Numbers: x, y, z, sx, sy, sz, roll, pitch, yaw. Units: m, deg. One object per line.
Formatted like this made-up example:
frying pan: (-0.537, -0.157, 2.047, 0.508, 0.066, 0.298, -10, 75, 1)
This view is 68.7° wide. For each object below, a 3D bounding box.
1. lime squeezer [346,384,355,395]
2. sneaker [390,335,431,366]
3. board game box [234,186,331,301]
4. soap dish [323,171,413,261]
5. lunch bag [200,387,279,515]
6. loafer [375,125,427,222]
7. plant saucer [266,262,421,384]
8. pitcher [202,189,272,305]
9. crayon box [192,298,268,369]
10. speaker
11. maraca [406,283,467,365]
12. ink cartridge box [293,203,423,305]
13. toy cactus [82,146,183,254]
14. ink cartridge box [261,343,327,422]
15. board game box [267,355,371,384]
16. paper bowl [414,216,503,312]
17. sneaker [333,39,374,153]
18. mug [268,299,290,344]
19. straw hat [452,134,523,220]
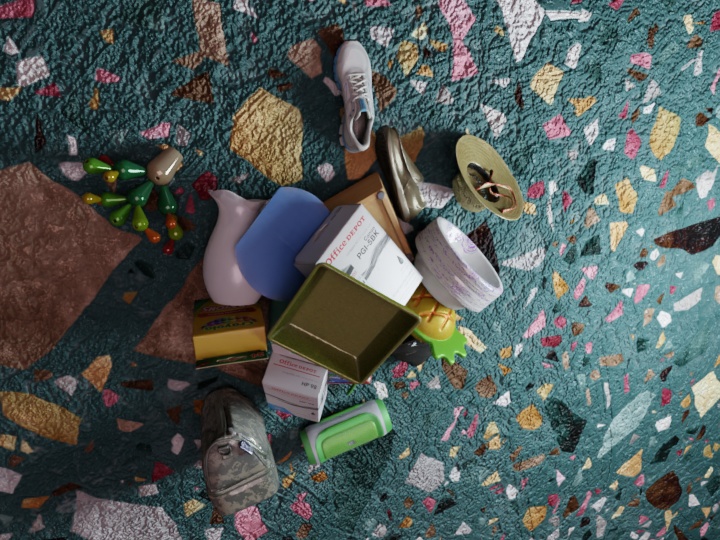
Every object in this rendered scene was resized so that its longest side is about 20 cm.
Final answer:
lime squeezer: (-0.017, 0.209, 1.094, 0.070, 0.038, 0.201, -31, 143, -9)
sneaker: (0.104, 0.175, 1.175, 0.197, 0.076, 0.092, -3, 117, -14)
board game box: (-0.134, -0.046, 0.956, 0.158, 0.039, 0.201, 42, 75, -27)
soap dish: (0.012, -0.069, 1.056, 0.156, 0.081, 0.202, -30, 115, -7)
lunch bag: (-0.252, 0.346, 1.042, 0.138, 0.200, 0.170, -20, 114, -11)
loafer: (0.082, -0.196, 1.044, 0.067, 0.076, 0.202, -24, 123, -10)
plant saucer: (-0.029, 0.085, 0.899, 0.198, 0.048, 0.200, 29, 124, -14)
pitcher: (-0.205, -0.042, 0.983, 0.169, 0.121, 0.204, 0, 97, -33)
crayon box: (-0.239, 0.105, 0.963, 0.125, 0.200, 0.052, -7, 111, -15)
speaker: (-0.032, 0.360, 1.183, 0.197, 0.088, 0.090, -20, 113, -11)
maraca: (0.151, 0.105, 1.116, 0.136, 0.201, 0.107, -18, 157, -39)
ink cartridge box: (0.000, 0.000, 0.960, 0.200, 0.082, 0.147, 47, 68, -26)
toy cactus: (-0.370, -0.140, 0.914, 0.200, 0.102, 0.166, 42, 73, -23)
ink cartridge box: (-0.127, 0.225, 1.036, 0.114, 0.067, 0.201, 14, 149, 5)
board game box: (-0.085, 0.199, 1.059, 0.103, 0.198, 0.020, 47, 48, -37)
paper bowl: (0.188, -0.003, 1.073, 0.200, 0.202, 0.104, 36, 116, -25)
sneaker: (-0.002, -0.316, 0.966, 0.074, 0.087, 0.203, -10, 109, -13)
mug: (-0.109, 0.091, 1.045, 0.150, 0.116, 0.185, 16, 143, -24)
straw hat: (0.239, -0.170, 1.090, 0.199, 0.203, 0.085, 29, 140, -24)
